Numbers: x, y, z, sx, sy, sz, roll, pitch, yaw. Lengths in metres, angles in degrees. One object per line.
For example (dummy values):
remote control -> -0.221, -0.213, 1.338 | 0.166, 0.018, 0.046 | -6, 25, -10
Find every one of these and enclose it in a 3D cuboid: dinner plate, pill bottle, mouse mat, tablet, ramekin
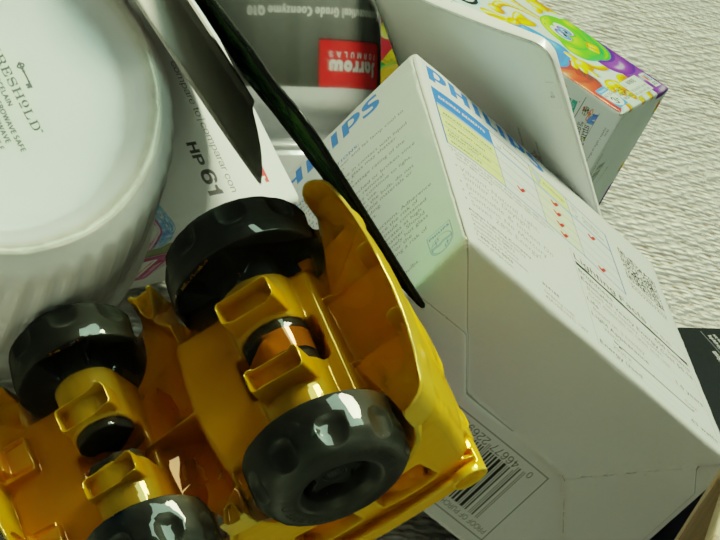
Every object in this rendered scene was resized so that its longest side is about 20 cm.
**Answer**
dinner plate -> -0.095, -0.129, 1.397 | 0.201, 0.024, 0.200 | 57, 2, -2
pill bottle -> -0.044, -0.137, 1.614 | 0.113, 0.201, 0.114 | 0, 1, 0
mouse mat -> -0.042, -0.081, 1.350 | 0.200, 0.008, 0.161 | 54, -1, 38
tablet -> 0.074, -0.071, 1.607 | 0.130, 0.201, 0.014 | 26, 61, 36
ramekin -> -0.176, -0.060, 1.319 | 0.199, 0.105, 0.201 | 8, 66, -18

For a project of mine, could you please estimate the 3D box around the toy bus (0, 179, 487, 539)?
toy bus -> -0.046, 0.081, 1.319 | 0.136, 0.199, 0.192 | 64, 9, 30

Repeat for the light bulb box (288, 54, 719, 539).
light bulb box -> 0.063, 0.030, 1.497 | 0.198, 0.125, 0.200 | 40, 18, -25

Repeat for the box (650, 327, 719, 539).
box -> 0.214, 0.100, 1.564 | 0.140, 0.079, 0.200 | 4, 20, -16

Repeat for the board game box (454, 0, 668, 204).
board game box -> 0.079, -0.123, 1.904 | 0.200, 0.105, 0.103 | 35, 24, 11

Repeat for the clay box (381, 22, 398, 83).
clay box -> -0.022, -0.168, 1.770 | 0.200, 0.048, 0.115 | 37, 15, -8

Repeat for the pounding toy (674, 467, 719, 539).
pounding toy -> 0.197, 0.177, 1.323 | 0.142, 0.201, 0.184 | 31, 24, 3

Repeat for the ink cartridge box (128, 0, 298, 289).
ink cartridge box -> -0.147, -0.065, 1.476 | 0.199, 0.085, 0.145 | -13, 72, -49
